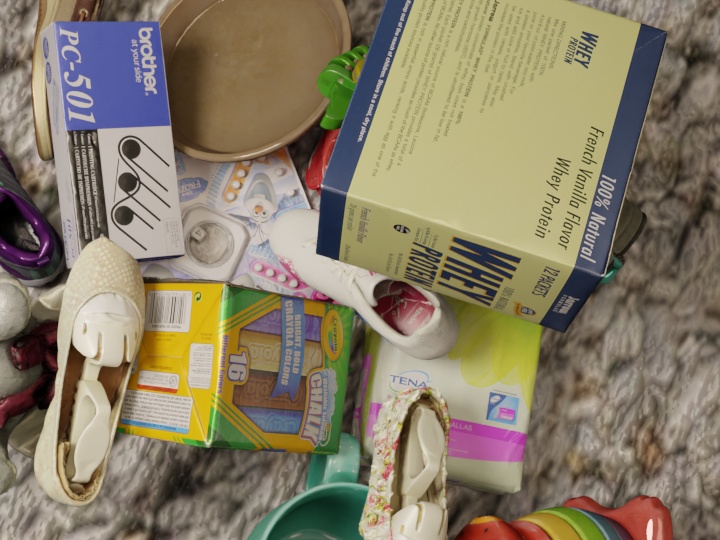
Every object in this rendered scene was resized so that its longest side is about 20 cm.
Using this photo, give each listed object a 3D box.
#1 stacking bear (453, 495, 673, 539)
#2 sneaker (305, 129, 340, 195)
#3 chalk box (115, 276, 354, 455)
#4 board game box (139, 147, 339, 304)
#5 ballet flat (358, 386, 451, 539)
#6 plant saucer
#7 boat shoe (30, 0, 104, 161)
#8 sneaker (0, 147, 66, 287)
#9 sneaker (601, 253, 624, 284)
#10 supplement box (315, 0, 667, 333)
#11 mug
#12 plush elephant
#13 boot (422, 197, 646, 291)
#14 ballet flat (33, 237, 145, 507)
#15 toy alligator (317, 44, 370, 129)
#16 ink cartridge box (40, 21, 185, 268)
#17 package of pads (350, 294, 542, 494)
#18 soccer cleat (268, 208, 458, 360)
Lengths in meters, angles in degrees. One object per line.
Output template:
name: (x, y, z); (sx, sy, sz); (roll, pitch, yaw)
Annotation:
stacking bear: (0.151, 0.245, 1.075); (0.200, 0.121, 0.114); (7, 77, -40)
sneaker: (-0.005, -0.078, 1.130); (0.078, 0.116, 0.200); (16, 46, -7)
chalk box: (-0.089, 0.081, 1.050); (0.200, 0.124, 0.124); (15, 79, -50)
board game box: (-0.134, -0.024, 1.153); (0.199, 0.026, 0.201); (-20, 85, -14)
ballet flat: (0.041, 0.178, 1.026); (0.075, 0.064, 0.201); (16, 54, -24)
plant saucer: (-0.099, -0.182, 1.144); (0.199, 0.029, 0.201); (-6, 68, 16)
boat shoe: (-0.247, -0.192, 1.137); (0.072, 0.072, 0.201); (5, 73, -9)
sneaker: (-0.319, -0.076, 1.091); (0.074, 0.088, 0.200); (-44, 91, -15)
sneaker: (0.151, -0.018, 1.125); (0.199, 0.078, 0.091); (-10, 58, -30)
supplement box: (0.092, -0.090, 0.949); (0.199, 0.134, 0.201); (17, 71, 3)
mug: (-0.020, 0.249, 1.080); (0.152, 0.114, 0.185); (37, 64, -3)
plush elephant: (-0.259, 0.082, 1.051); (0.154, 0.200, 0.165); (2, 94, -33)
boot: (0.144, -0.019, 1.063); (0.200, 0.068, 0.131); (-41, 110, -12)
ballet flat: (-0.191, 0.078, 0.957); (0.067, 0.062, 0.201); (7, 97, -31)
toy alligator: (0.022, -0.172, 1.097); (0.054, 0.059, 0.200); (47, 49, 11)
ink cartridge box: (-0.208, -0.106, 1.092); (0.094, 0.044, 0.201); (-6, 89, -28)
package of pads: (0.076, 0.086, 1.155); (0.154, 0.068, 0.201); (13, 75, -9)
soccer cleat: (0.000, 0.000, 1.091); (0.200, 0.086, 0.070); (34, 83, 20)
